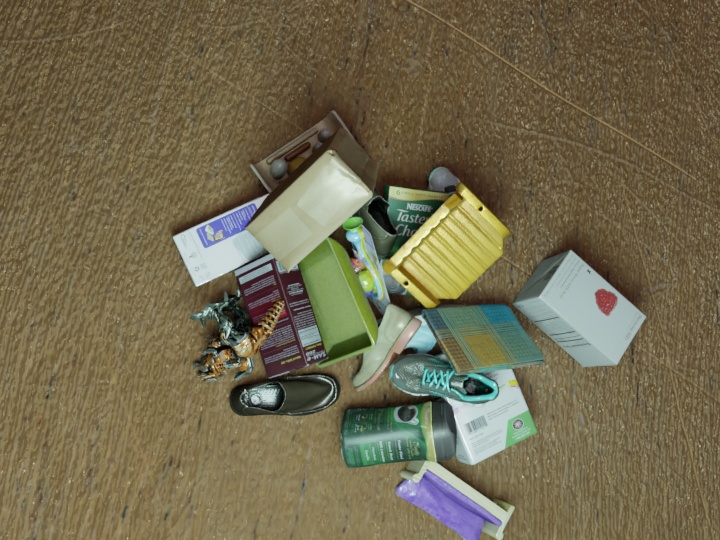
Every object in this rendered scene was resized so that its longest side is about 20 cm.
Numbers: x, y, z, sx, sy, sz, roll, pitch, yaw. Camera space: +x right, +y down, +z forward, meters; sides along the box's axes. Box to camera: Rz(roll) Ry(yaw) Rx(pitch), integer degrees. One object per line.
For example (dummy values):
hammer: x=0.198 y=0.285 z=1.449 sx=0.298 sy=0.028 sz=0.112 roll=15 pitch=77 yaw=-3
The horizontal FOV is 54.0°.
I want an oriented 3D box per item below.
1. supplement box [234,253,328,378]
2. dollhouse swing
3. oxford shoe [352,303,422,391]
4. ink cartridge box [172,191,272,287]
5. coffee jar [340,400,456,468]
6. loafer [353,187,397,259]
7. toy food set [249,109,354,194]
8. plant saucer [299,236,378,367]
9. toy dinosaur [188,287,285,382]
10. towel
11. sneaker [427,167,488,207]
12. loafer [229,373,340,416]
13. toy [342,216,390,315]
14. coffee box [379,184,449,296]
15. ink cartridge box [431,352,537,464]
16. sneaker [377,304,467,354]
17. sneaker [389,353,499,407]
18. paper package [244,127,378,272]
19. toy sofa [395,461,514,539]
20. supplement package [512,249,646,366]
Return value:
supplement box: x=-0.140 y=0.076 z=1.238 sx=0.061 sy=0.108 sz=0.202 roll=-12 pitch=83 yaw=-51
dollhouse swing: x=0.152 y=-0.026 z=1.205 sx=0.182 sy=0.176 sz=0.200 roll=42 pitch=103 yaw=-12
oxford shoe: x=0.032 y=0.136 z=1.252 sx=0.074 sy=0.201 sz=0.071 roll=39 pitch=32 yaw=6
ink cartridge box: x=-0.227 y=-0.057 z=1.273 sx=0.199 sy=0.039 sz=0.100 roll=-26 pitch=93 yaw=-14
coffee jar: x=0.068 y=0.284 z=1.229 sx=0.198 sy=0.104 sz=0.086 roll=-7 pitch=112 yaw=9
loafer: x=0.020 y=-0.121 z=1.270 sx=0.075 sy=0.070 sz=0.202 roll=-7 pitch=66 yaw=-42
toy food set: x=-0.088 y=-0.190 z=1.322 sx=0.199 sy=0.060 sz=0.144 roll=-36 pitch=90 yaw=-15
plant saucer: x=-0.050 y=0.055 z=1.234 sx=0.048 sy=0.199 sz=0.202 roll=-21 pitch=86 yaw=-36
toy dinosaur: x=-0.212 y=0.110 z=1.216 sx=0.199 sy=0.102 sz=0.136 roll=-34 pitch=88 yaw=-4
towel: x=0.218 y=0.119 z=1.258 sx=0.198 sy=0.022 sz=0.147 roll=-2 pitch=45 yaw=-31
sneaker: x=0.201 y=-0.116 z=1.336 sx=0.077 sy=0.140 sz=0.202 roll=-24 pitch=88 yaw=-16
loafer: x=-0.128 y=0.225 z=1.241 sx=0.198 sy=0.071 sz=0.074 roll=-8 pitch=83 yaw=-14
toy: x=0.000 y=0.000 z=1.234 sx=0.047 sy=0.115 sz=0.202 roll=-23 pitch=126 yaw=-15
coffee box: x=0.092 y=-0.054 z=1.323 sx=0.122 sy=0.044 sz=0.202 roll=7 pitch=97 yaw=-12
ink cartridge box: x=0.217 y=0.235 z=1.314 sx=0.144 sy=0.084 sz=0.202 roll=-22 pitch=87 yaw=-15
sneaker: x=0.125 y=0.115 z=1.327 sx=0.198 sy=0.074 sz=0.083 roll=-10 pitch=100 yaw=-11
sneaker: x=0.150 y=0.187 z=1.218 sx=0.198 sy=0.091 sz=0.078 roll=11 pitch=80 yaw=-8
paper package: x=-0.074 y=-0.122 z=1.169 sx=0.200 sy=0.191 sz=0.103 roll=-41 pitch=104 yaw=19
toy sofa: x=0.168 y=0.414 z=1.276 sx=0.199 sy=0.083 sz=0.098 roll=36 pitch=74 yaw=-6
supplement package: x=0.422 y=0.077 z=1.370 sx=0.200 sy=0.120 sz=0.122 roll=40 pitch=74 yaw=-5
